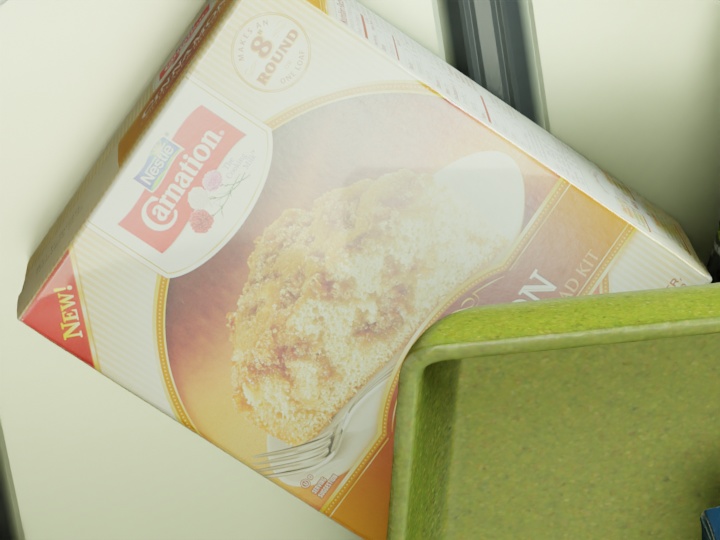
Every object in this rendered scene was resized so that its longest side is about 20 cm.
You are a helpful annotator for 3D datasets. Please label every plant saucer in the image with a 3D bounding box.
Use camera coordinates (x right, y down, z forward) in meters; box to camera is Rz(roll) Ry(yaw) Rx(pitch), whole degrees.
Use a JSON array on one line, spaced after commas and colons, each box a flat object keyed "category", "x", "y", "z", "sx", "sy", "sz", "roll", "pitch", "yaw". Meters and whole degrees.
[{"category": "plant saucer", "x": 0.101, "y": 0.072, "z": 0.958, "sx": 0.199, "sy": 0.048, "sz": 0.200, "roll": -6, "pitch": 134, "yaw": -10}]

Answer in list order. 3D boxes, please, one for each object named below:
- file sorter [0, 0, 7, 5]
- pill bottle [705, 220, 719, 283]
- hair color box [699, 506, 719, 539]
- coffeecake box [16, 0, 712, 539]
[{"category": "file sorter", "x": -0.157, "y": -0.184, "z": 0.924, "sx": 0.138, "sy": 0.125, "sz": 0.200, "roll": -35, "pitch": 106, "yaw": 6}, {"category": "pill bottle", "x": 0.198, "y": -0.067, "z": 0.996, "sx": 0.106, "sy": 0.106, "sz": 0.201, "roll": 13, "pitch": 105, "yaw": -8}, {"category": "hair color box", "x": 0.178, "y": 0.157, "z": 0.983, "sx": 0.099, "sy": 0.061, "sz": 0.201, "roll": -13, "pitch": 135, "yaw": -2}, {"category": "coffeecake box", "x": 0.000, "y": 0.000, "z": 1.015, "sx": 0.200, "sy": 0.073, "sz": 0.154, "roll": 33, "pitch": 102, "yaw": -12}]
